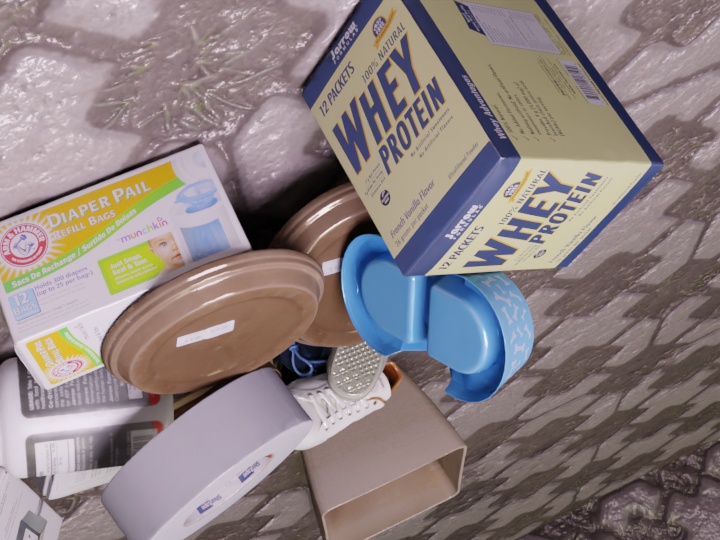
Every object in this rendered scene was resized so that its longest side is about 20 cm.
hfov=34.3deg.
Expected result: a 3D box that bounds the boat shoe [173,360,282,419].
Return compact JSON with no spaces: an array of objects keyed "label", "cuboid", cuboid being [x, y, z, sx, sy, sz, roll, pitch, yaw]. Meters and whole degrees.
[{"label":"boat shoe","cuboid":[-0.162,0.165,1.218,0.200,0.068,0.072,-41,145,3]}]

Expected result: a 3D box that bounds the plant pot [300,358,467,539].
[{"label":"plant pot","cuboid":[0.007,0.229,1.533,0.198,0.178,0.200,-24,154,-11]}]

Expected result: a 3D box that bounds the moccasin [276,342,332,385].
[{"label":"moccasin","cuboid":[-0.060,0.094,1.326,0.068,0.081,0.201,-21,153,-19]}]

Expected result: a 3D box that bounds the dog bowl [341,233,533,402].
[{"label":"dog bowl","cuboid":[0.065,0.032,0.993,0.049,0.199,0.112,-19,122,-36]}]

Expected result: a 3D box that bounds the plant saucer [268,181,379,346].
[{"label":"plant saucer","cuboid":[0.000,0.000,1.093,0.199,0.030,0.201,-17,136,-17]}]

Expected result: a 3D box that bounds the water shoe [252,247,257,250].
[{"label":"water shoe","cuboid":[-0.070,0.009,1.147,0.078,0.072,0.200,-20,161,25]}]

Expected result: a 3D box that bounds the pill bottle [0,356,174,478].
[{"label":"pill bottle","cuboid":[-0.283,0.135,1.110,0.198,0.115,0.114,-4,149,-17]}]

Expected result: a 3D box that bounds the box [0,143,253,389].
[{"label":"box","cuboid":[-0.197,-0.002,0.965,0.199,0.113,0.102,-23,156,-11]}]

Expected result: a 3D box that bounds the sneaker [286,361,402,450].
[{"label":"sneaker","cuboid":[-0.022,0.134,1.281,0.084,0.073,0.200,-32,175,31]}]

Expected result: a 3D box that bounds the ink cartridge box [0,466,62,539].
[{"label":"ink cartridge box","cuboid":[-0.408,0.256,1.196,0.144,0.085,0.200,9,155,7]}]

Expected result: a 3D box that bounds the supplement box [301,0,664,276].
[{"label":"supplement box","cuboid":[0.096,-0.116,0.947,0.199,0.201,0.134,-3,143,-41]}]

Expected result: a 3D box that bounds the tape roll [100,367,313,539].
[{"label":"tape roll","cuboid":[-0.141,0.179,1.087,0.200,0.066,0.200,-37,168,-9]}]

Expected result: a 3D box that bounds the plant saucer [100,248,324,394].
[{"label":"plant saucer","cuboid":[-0.118,0.050,0.980,0.199,0.030,0.200,-22,156,-10]}]

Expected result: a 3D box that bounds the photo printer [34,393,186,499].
[{"label":"photo printer","cuboid":[-0.251,0.165,1.275,0.199,0.070,0.167,-14,150,-29]}]

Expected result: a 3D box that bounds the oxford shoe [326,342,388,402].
[{"label":"oxford shoe","cuboid":[0.014,0.053,1.251,0.058,0.075,0.201,108,5,-66]}]
